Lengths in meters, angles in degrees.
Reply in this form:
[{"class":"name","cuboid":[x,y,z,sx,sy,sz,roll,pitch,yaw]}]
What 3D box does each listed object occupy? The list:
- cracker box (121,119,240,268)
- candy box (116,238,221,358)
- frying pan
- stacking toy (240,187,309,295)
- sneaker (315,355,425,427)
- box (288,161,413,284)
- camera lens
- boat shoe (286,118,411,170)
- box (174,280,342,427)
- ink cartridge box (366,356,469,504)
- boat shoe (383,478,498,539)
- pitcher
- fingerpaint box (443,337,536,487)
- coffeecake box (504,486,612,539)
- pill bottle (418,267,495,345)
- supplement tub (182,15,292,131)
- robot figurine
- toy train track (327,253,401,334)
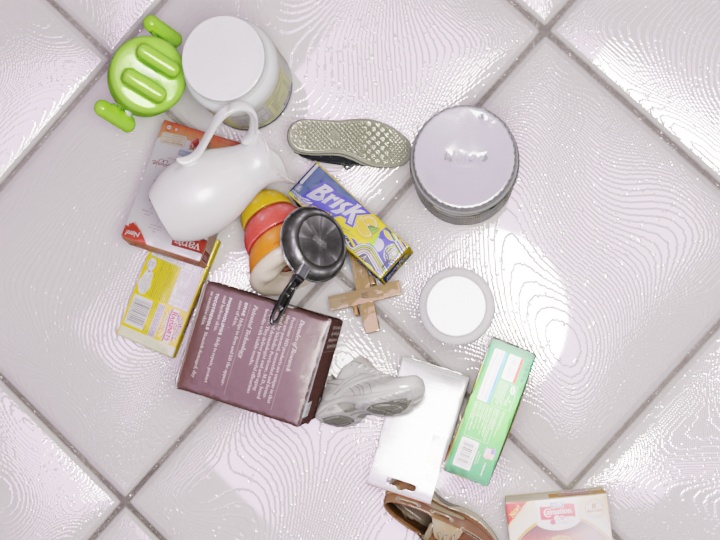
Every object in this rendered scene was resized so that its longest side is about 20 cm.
[{"class":"cracker box","cuboid":[-0.276,-0.120,1.685,0.133,0.058,0.202,16,80,6]},{"class":"candy box","cuboid":[-0.305,0.027,1.712,0.101,0.026,0.202,22,89,5]},{"class":"frying pan","cuboid":[-0.089,-0.020,1.551,0.190,0.031,0.116,-39,100,-36]},{"class":"stacking toy","cuboid":[-0.136,-0.076,1.667,0.145,0.146,0.201,-28,68,4]},{"class":"sneaker","cuboid":[0.012,0.171,1.617,0.199,0.078,0.100,-17,58,35]},{"class":"box","cuboid":[-0.016,-0.072,1.649,0.200,0.064,0.070,43,87,13]},{"class":"camera lens","cuboid":[0.153,-0.153,1.587,0.158,0.200,0.162,0,88,6]},{"class":"boat shoe","cuboid":[-0.019,-0.198,1.678,0.198,0.062,0.076,5,83,-9]},{"class":"box","cuboid":[-0.149,0.124,1.622,0.198,0.166,0.166,16,88,6]},{"class":"ink cartridge box","cuboid":[0.088,0.243,1.640,0.108,0.050,0.202,17,82,7]},{"class":"boat shoe","cuboid":[0.118,0.388,1.621,0.199,0.072,0.076,30,128,12]},{"class":"pitcher","cuboid":[-0.217,-0.145,1.576,0.199,0.172,0.122,-30,41,-3]},{"class":"fingerpaint box","cuboid":[0.193,0.204,1.585,0.073,0.167,0.202,20,89,8]},{"class":"coffeecake box","cuboid":[0.302,0.436,1.611,0.152,0.073,0.202,-7,86,6]},{"class":"pill bottle","cuboid":[0.141,0.054,1.580,0.111,0.200,0.114,0,88,6]},{"class":"supplement tub","cuboid":[-0.186,-0.298,1.627,0.143,0.200,0.147,0,87,6]},{"class":"robot figurine","cuboid":[-0.329,-0.296,1.650,0.115,0.200,0.177,28,88,-17]},{"class":"toy train track","cuboid":[0.000,0.000,1.683,0.113,0.033,0.202,-13,79,5]}]
